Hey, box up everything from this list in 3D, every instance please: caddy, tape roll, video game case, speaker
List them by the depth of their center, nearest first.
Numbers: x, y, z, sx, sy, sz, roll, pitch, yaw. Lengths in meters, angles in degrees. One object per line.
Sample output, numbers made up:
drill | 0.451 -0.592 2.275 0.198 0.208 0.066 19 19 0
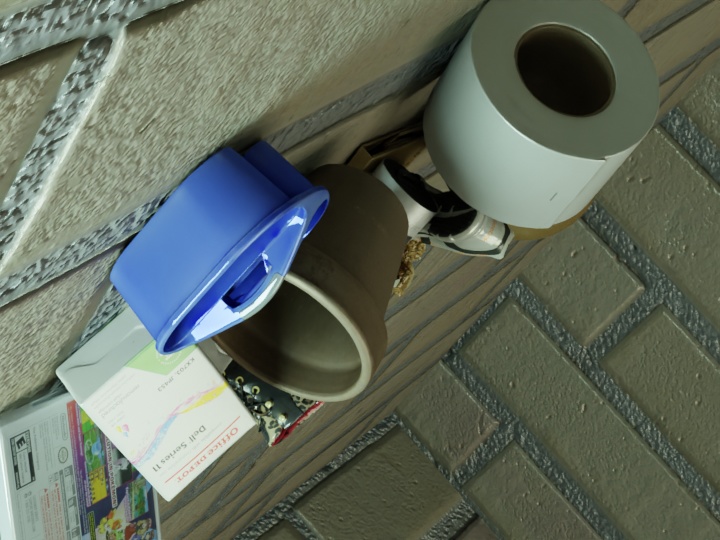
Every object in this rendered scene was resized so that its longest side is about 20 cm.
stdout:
caddy | -0.110 -0.013 1.321 0.200 0.105 0.141 -46 169 23
video game case | -0.265 0.202 1.494 0.182 0.023 0.202 -25 120 -46
tape roll | 0.177 -0.163 1.577 0.202 0.203 0.139 -37 171 -31
speaker | -0.012 -0.022 1.664 0.200 0.081 0.081 -45 171 16

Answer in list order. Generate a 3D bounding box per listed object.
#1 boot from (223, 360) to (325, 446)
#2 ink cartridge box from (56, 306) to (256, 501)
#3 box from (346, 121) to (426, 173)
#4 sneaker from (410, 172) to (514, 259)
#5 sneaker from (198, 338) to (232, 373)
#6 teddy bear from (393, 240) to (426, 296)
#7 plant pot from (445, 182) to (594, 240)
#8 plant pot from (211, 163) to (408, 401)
boot | -0.136 0.125 1.712 0.200 0.151 0.073 -35 169 -36
ink cartridge box | -0.177 0.130 1.479 0.117 0.067 0.200 -41 132 -8
box | -0.012 -0.076 1.728 0.200 0.021 0.163 -48 170 30
sneaker | 0.087 -0.050 1.705 0.074 0.080 0.200 -60 -148 -3
sneaker | -0.192 0.089 1.608 0.073 0.111 0.201 34 71 -46
teddy bear | 0.000 0.000 1.810 0.199 0.067 0.146 -35 152 -30
plant pot | 0.158 -0.131 1.759 0.186 0.187 0.200 -45 164 15
plant pot | -0.040 -0.005 1.512 0.175 0.199 0.200 -58 180 -31
